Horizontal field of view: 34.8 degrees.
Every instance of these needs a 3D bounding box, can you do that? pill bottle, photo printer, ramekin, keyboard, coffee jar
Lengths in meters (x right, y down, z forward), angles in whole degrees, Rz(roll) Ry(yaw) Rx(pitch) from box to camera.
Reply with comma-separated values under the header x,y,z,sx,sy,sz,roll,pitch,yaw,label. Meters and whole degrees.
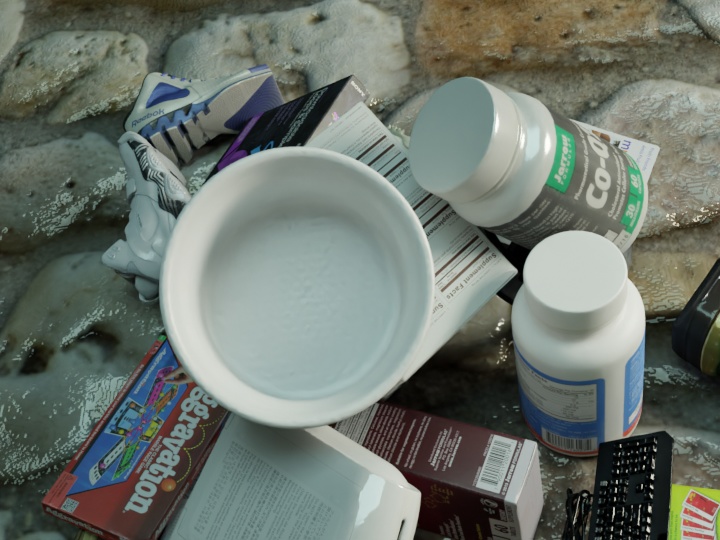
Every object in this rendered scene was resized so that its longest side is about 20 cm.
x,y,z,sx,sy,sz,roll,pitch,yaw,label
0.185,0.062,0.974,0.111,0.201,0.113,-6,50,7,pill bottle
-0.049,0.200,0.872,0.199,0.069,0.168,22,85,46,photo printer
-0.046,0.016,0.865,0.198,0.098,0.203,0,82,-1,ramekin
0.140,-0.079,0.954,0.112,0.199,0.115,-21,60,42,pill bottle
0.195,0.219,0.919,0.104,0.040,0.202,-26,37,42,keyboard
0.377,0.070,1.001,0.199,0.086,0.104,30,66,29,coffee jar

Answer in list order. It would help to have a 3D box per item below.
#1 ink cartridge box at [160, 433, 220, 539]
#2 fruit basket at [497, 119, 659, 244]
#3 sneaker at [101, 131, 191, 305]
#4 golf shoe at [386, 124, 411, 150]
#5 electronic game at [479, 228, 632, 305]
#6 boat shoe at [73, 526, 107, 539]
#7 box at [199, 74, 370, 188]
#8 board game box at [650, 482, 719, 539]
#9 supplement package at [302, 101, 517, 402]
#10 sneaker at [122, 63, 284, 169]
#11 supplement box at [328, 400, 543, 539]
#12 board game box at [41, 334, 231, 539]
x,y,z,sx,sy,sz,roll,pitch,yaw,label
-0.107,0.220,1.010,0.108,0.051,0.201,6,52,18,ink cartridge box
0.187,-0.096,1.173,0.198,0.094,0.186,17,57,20,fruit basket
-0.230,-0.056,1.217,0.115,0.075,0.200,-42,58,3,sneaker
-0.001,-0.097,1.211,0.199,0.078,0.098,5,59,48,golf shoe
0.171,-0.050,1.082,0.198,0.042,0.202,10,63,-20,electronic game
-0.211,0.218,1.030,0.067,0.072,0.201,26,46,-10,boat shoe
-0.090,-0.127,1.224,0.199,0.036,0.144,-11,41,49,box
0.271,0.270,0.888,0.100,0.048,0.202,4,52,16,board game box
0.000,0.000,1.026,0.147,0.191,0.200,-40,84,-21,supplement package
-0.198,-0.200,1.345,0.198,0.081,0.116,-29,54,-9,sneaker
0.051,0.171,0.976,0.198,0.109,0.061,12,56,22,supplement box
-0.184,0.149,1.021,0.102,0.020,0.201,19,50,13,board game box
